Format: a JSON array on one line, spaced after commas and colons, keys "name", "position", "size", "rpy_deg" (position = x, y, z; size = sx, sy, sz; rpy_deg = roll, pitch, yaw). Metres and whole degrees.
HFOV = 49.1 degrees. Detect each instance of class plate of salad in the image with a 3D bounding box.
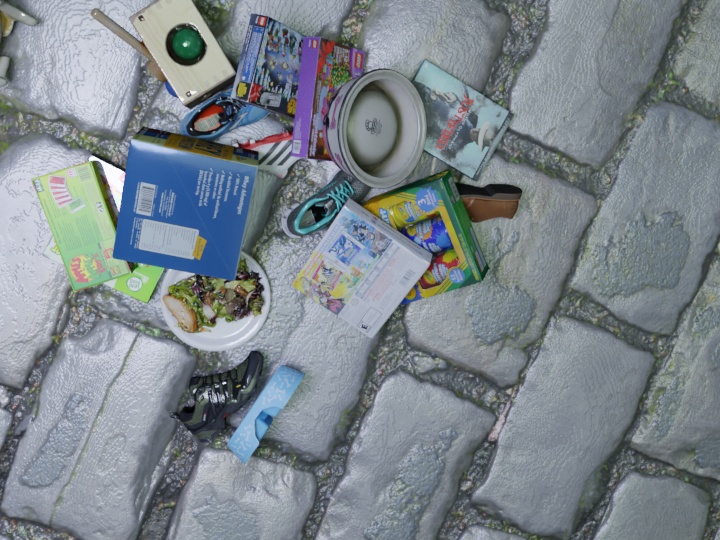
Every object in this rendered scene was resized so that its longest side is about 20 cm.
[{"name": "plate of salad", "position": [-0.263, 0.052, 1.433], "size": [0.199, 0.048, 0.201], "rpy_deg": [-1, 99, -9]}]

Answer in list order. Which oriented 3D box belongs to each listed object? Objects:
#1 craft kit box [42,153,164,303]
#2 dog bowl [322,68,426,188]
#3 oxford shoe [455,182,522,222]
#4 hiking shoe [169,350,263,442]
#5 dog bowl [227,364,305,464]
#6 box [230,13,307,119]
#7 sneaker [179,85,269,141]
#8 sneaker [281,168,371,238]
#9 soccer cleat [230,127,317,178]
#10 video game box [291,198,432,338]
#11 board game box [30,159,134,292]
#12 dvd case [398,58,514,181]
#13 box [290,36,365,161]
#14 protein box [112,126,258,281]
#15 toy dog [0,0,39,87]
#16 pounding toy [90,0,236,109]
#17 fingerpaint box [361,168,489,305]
[{"name": "craft kit box", "position": [-0.423, -0.073, 1.390], "size": [0.199, 0.049, 0.198], "rpy_deg": [26, 97, -12]}, {"name": "dog bowl", "position": [0.020, -0.244, 1.359], "size": [0.199, 0.074, 0.201], "rpy_deg": [-10, 107, -38]}, {"name": "oxford shoe", "position": [0.199, -0.123, 1.470], "size": [0.199, 0.071, 0.072], "rpy_deg": [4, 117, -4]}, {"name": "hiking shoe", "position": [-0.261, 0.218, 1.446], "size": [0.101, 0.076, 0.200], "rpy_deg": [38, 93, -16]}, {"name": "dog bowl", "position": [-0.177, 0.261, 1.453], "size": [0.049, 0.111, 0.200], "rpy_deg": [34, 93, 0]}, {"name": "box", "position": [-0.128, -0.332, 1.324], "size": [0.040, 0.200, 0.138], "rpy_deg": [19, 98, 27]}, {"name": "sneaker", "position": [-0.218, -0.277, 1.363], "size": [0.200, 0.090, 0.079], "rpy_deg": [-34, 103, -5]}, {"name": "sneaker", "position": [-0.051, -0.121, 1.416], "size": [0.200, 0.091, 0.078], "rpy_deg": [-39, 104, -1]}, {"name": "soccer cleat", "position": [-0.171, -0.199, 1.398], "size": [0.199, 0.069, 0.086], "rpy_deg": [-17, 110, -6]}, {"name": "video game box", "position": [0.000, 0.000, 1.416], "size": [0.182, 0.047, 0.200], "rpy_deg": [33, 120, -7]}, {"name": "board game box", "position": [-0.468, -0.076, 1.337], "size": [0.101, 0.048, 0.201], "rpy_deg": [-18, 101, -5]}, {"name": "dvd case", "position": [0.167, -0.276, 1.461], "size": [0.199, 0.022, 0.146], "rpy_deg": [29, 94, -13]}, {"name": "box", "position": [-0.055, -0.292, 1.370], "size": [0.039, 0.137, 0.201], "rpy_deg": [12, 100, 32]}, {"name": "protein box", "position": [-0.284, -0.111, 1.301], "size": [0.199, 0.135, 0.200], "rpy_deg": [11, 107, -11]}, {"name": "toy dog", "position": [-0.652, -0.364, 1.259], "size": [0.193, 0.140, 0.201], "rpy_deg": [29, 94, 1]}, {"name": "pounding toy", "position": [-0.309, -0.360, 1.279], "size": [0.142, 0.200, 0.185], "rpy_deg": [-32, 103, -2]}, {"name": "fingerpaint box", "position": [0.116, -0.057, 1.426], "size": [0.166, 0.073, 0.201], "rpy_deg": [-17, 104, 26]}]
